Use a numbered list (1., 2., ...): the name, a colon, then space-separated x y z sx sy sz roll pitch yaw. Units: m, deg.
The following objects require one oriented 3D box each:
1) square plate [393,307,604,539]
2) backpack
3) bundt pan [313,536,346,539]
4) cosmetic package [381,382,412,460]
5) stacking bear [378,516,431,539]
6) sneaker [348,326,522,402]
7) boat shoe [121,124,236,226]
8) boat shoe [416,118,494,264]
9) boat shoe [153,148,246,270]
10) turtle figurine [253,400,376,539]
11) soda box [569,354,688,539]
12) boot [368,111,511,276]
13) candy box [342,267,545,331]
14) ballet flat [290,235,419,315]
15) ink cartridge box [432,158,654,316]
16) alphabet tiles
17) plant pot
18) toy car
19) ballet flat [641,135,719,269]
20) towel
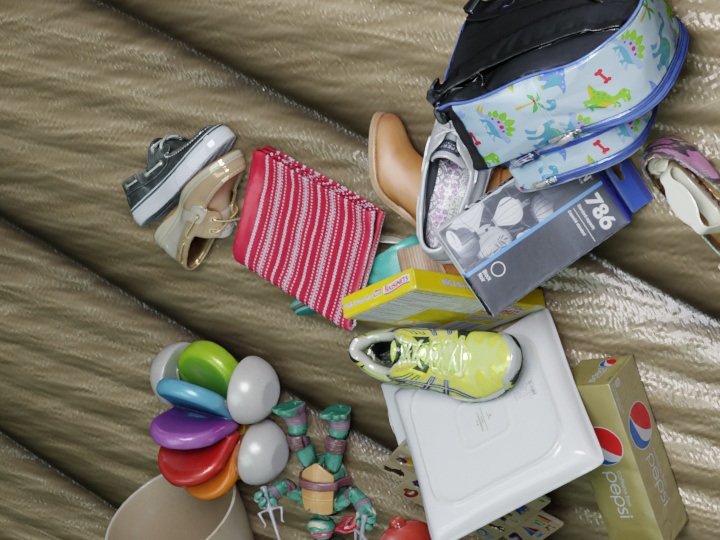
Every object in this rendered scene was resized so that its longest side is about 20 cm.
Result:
1. square plate: 0.130 0.154 1.447 0.198 0.201 0.028 -31 138 18
2. backpack: 0.189 -0.177 1.259 0.199 0.183 0.147 -18 124 36
3. bundt pan: -0.020 0.422 1.797 0.201 0.076 0.203 17 124 28
4. cosmetic package: 0.131 0.155 1.549 0.199 0.074 0.102 1 116 37
5. stacking bear: 0.104 0.370 1.666 0.200 0.114 0.122 37 130 19
6. sneaker: 0.074 0.095 1.444 0.199 0.076 0.076 -5 79 40
7. boat shoe: -0.222 -0.122 1.645 0.200 0.072 0.071 -36 89 41
8. boat shoe: 0.091 -0.108 1.381 0.072 0.068 0.201 16 90 19
9. boat shoe: -0.172 -0.067 1.640 0.069 0.074 0.200 52 142 7
10. turtle figurine: -0.053 0.261 1.716 0.149 0.101 0.201 -2 100 6
11. soda box: 0.273 0.192 1.470 0.064 0.068 0.201 -10 108 38
12. boot: 0.099 -0.085 1.448 0.154 0.074 0.201 -17 91 27
13. candy box: 0.087 0.033 1.441 0.102 0.199 0.027 -27 65 40
14. ballet flat: 0.000 0.000 1.571 0.199 0.067 0.071 -15 82 39
15. ink cartridge box: 0.177 -0.053 1.340 0.200 0.039 0.100 -36 94 -3
16. alphabet tiles: 0.122 0.251 1.592 0.199 0.006 0.167 29 148 -4
17. plant pot: -0.208 0.390 1.864 0.186 0.188 0.201 -1 128 35
18. toy car: -0.194 0.190 1.744 0.174 0.150 0.201 11 120 31
19. ballet flat: 0.332 -0.042 1.298 0.200 0.071 0.069 44 130 7
20. towel: -0.063 -0.038 1.559 0.200 0.022 0.145 30 115 37
